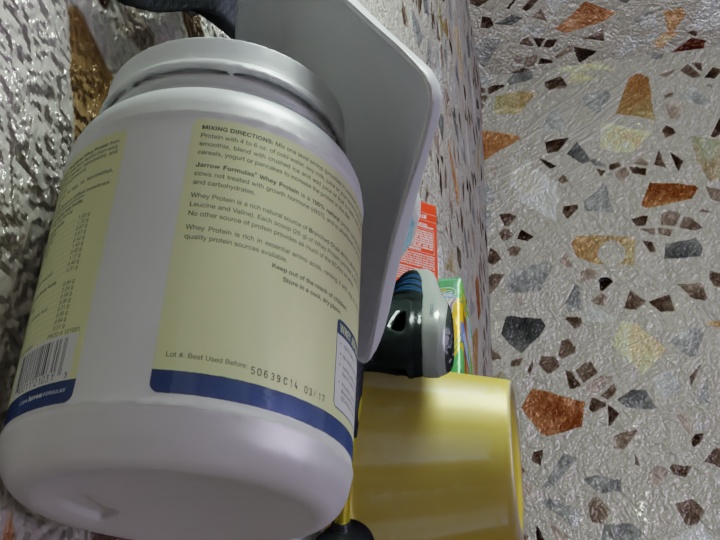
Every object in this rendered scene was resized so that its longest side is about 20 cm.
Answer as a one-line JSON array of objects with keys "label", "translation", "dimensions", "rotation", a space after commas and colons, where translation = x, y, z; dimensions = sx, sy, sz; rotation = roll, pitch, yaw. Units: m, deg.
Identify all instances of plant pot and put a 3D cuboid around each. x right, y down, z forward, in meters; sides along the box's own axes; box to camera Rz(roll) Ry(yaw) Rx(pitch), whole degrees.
[{"label": "plant pot", "translation": [0.037, 0.161, 0.749], "dimensions": [0.201, 0.188, 0.202], "rotation": [-6, 90, -78]}]

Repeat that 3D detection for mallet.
[{"label": "mallet", "translation": [-0.011, 0.122, 0.606], "dimensions": [0.066, 0.041, 0.201], "rotation": [-32, 126, -72]}]

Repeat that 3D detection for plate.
[{"label": "plate", "translation": [-0.020, -0.081, 0.519], "dimensions": [0.200, 0.032, 0.200], "rotation": [54, -31, 34]}]

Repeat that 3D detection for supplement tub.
[{"label": "supplement tub", "translation": [-0.072, 0.011, 0.411], "dimensions": [0.145, 0.144, 0.201], "rotation": [65, 24, -57]}]

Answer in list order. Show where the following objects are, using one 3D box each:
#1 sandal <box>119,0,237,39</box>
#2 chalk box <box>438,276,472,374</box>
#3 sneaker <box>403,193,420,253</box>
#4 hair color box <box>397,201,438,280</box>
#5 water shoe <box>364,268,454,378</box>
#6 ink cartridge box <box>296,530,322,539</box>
[{"label": "sandal", "translation": [-0.096, -0.191, 0.567], "dimensions": [0.200, 0.043, 0.077], "rotation": [-10, 116, -68]}, {"label": "chalk box", "translation": [0.070, 0.091, 1.068], "dimensions": [0.125, 0.123, 0.201], "rotation": [71, 19, -49]}, {"label": "sneaker", "translation": [0.000, 0.000, 0.771], "dimensions": [0.200, 0.073, 0.082], "rotation": [113, -11, -53]}, {"label": "hair color box", "translation": [0.028, 0.037, 0.921], "dimensions": [0.111, 0.064, 0.201], "rotation": [-37, -135, 53]}, {"label": "water shoe", "translation": [0.026, 0.038, 0.729], "dimensions": [0.200, 0.078, 0.072], "rotation": [-121, -149, -84]}, {"label": "ink cartridge box", "translation": [-0.055, 0.119, 0.576], "dimensions": [0.176, 0.044, 0.201], "rotation": [-1, 100, -79]}]
